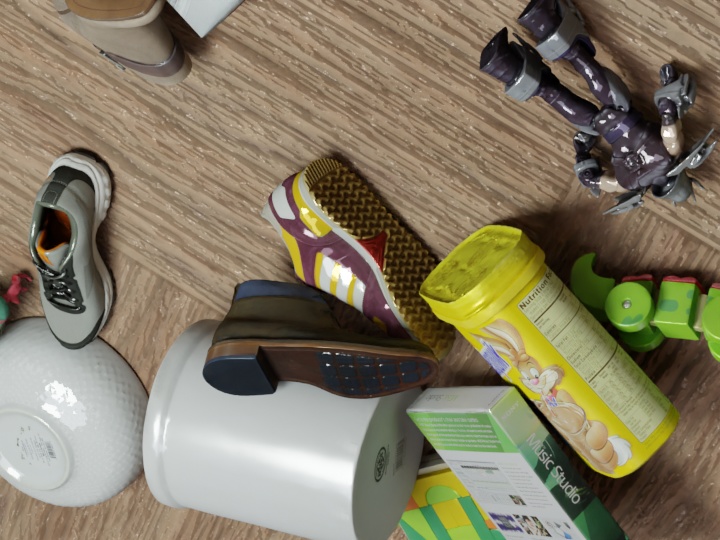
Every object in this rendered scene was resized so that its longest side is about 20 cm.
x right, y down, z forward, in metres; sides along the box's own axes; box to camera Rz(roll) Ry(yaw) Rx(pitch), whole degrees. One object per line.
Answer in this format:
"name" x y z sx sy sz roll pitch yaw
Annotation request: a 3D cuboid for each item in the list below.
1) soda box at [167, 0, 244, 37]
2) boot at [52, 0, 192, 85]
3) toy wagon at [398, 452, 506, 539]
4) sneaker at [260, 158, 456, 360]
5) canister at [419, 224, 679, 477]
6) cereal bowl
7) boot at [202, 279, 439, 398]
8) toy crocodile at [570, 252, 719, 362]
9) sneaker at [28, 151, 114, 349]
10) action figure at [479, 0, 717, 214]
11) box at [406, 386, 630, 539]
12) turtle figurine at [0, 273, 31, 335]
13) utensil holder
"soda box" -0.162 -0.286 1.541 0.200 0.063 0.068 47 129 -7
"boot" -0.182 -0.200 1.555 0.200 0.070 0.146 35 171 45
"toy wagon" 0.115 0.250 1.764 0.155 0.040 0.201 -18 111 35
"sneaker" 0.000 0.000 1.647 0.200 0.075 0.090 53 137 -4
"canister" 0.152 0.065 1.562 0.200 0.087 0.149 47 174 -11
"cereal bowl" -0.303 0.150 1.884 0.199 0.083 0.201 13 124 20
"boot" -0.029 0.049 1.617 0.199 0.097 0.075 0 141 12
"toy crocodile" 0.259 0.032 1.539 0.199 0.062 0.068 8 163 24
"sneaker" -0.272 -0.009 1.768 0.074 0.079 0.201 15 127 15
"action figure" 0.188 -0.122 1.472 0.200 0.069 0.130 43 122 -9
"box" 0.138 0.180 1.622 0.200 0.036 0.144 51 157 -15
"turtle figurine" -0.390 0.048 1.839 0.101 0.150 0.200 37 140 -21
"utensil holder" -0.064 0.145 1.697 0.199 0.170 0.171 12 125 23
